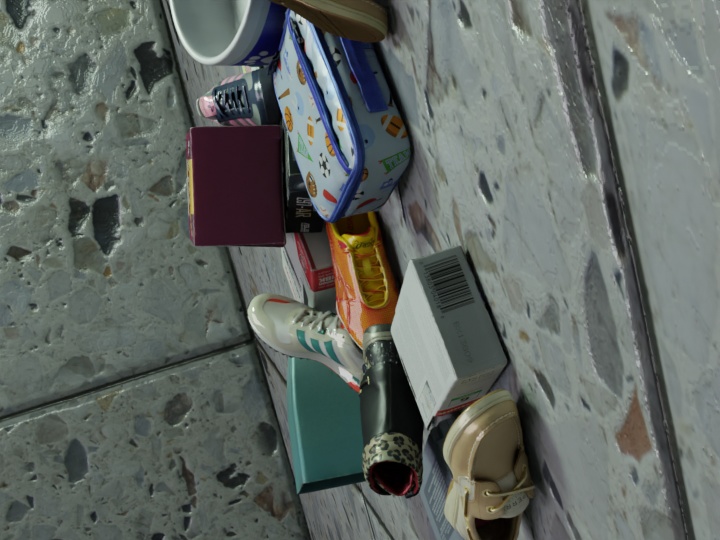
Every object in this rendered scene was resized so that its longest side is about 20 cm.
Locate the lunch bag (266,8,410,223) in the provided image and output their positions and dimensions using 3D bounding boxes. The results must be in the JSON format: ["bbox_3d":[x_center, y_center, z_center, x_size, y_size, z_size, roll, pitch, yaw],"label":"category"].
[{"bbox_3d":[-0.023,-0.160,1.136,0.160,0.075,0.201,118,134,-63],"label":"lunch bag"}]

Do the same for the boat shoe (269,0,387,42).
[{"bbox_3d":[-0.049,-0.261,1.054,0.199,0.065,0.071,31,-179,29],"label":"boat shoe"}]

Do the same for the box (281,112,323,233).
[{"bbox_3d":[-0.063,-0.162,1.306,0.160,0.043,0.202,103,164,-69],"label":"box"}]

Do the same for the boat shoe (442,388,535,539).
[{"bbox_3d":[0.113,0.175,0.993,0.069,0.073,0.201,51,160,33],"label":"boat shoe"}]

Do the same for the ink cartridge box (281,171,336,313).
[{"bbox_3d":[-0.041,-0.014,1.450,0.201,0.083,0.145,90,161,-58],"label":"ink cartridge box"}]

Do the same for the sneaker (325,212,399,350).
[{"bbox_3d":[0.000,0.000,1.283,0.077,0.072,0.202,99,152,-75],"label":"sneaker"}]

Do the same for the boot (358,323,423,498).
[{"bbox_3d":[0.033,0.167,1.230,0.204,0.073,0.155,82,-173,-55],"label":"boot"}]

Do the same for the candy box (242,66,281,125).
[{"bbox_3d":[-0.110,-0.251,1.512,0.137,0.060,0.201,-122,18,-55],"label":"candy box"}]

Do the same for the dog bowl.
[{"bbox_3d":[-0.122,-0.310,1.222,0.199,0.078,0.202,10,102,56],"label":"dog bowl"}]

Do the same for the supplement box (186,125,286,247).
[{"bbox_3d":[-0.144,-0.094,1.357,0.200,0.102,0.132,-164,73,-80],"label":"supplement box"}]

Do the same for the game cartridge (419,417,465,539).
[{"bbox_3d":[0.101,0.245,1.244,0.200,0.040,0.134,97,158,-66],"label":"game cartridge"}]

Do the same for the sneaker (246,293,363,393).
[{"bbox_3d":[-0.030,0.066,1.348,0.199,0.071,0.094,30,137,3],"label":"sneaker"}]

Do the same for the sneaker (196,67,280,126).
[{"bbox_3d":[-0.142,-0.192,1.389,0.200,0.081,0.071,-173,74,-76],"label":"sneaker"}]

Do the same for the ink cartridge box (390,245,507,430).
[{"bbox_3d":[0.073,0.066,1.068,0.200,0.050,0.110,100,152,-70],"label":"ink cartridge box"}]

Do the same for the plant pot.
[{"bbox_3d":[-0.028,0.170,1.545,0.141,0.140,0.202,110,150,-73],"label":"plant pot"}]
